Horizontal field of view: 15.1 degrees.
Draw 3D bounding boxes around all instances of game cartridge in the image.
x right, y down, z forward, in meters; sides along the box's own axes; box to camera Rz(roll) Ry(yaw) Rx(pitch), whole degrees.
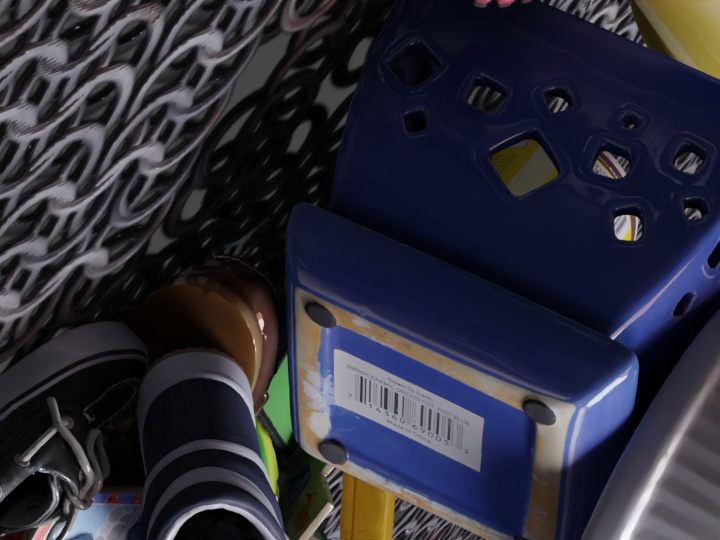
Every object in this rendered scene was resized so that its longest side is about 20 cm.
[{"bbox_3d":[0.004,0.121,1.570,0.176,0.032,0.200,88,7,-69],"label":"game cartridge"}]

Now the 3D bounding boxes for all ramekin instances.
[{"bbox_3d":[0.179,0.112,1.254,0.202,0.094,0.203,-50,159,-27],"label":"ramekin"}]

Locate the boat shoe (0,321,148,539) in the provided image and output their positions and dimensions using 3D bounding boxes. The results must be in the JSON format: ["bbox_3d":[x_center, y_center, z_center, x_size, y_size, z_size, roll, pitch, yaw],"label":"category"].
[{"bbox_3d":[-0.147,0.085,1.188,0.199,0.068,0.074,-29,155,-54],"label":"boat shoe"}]

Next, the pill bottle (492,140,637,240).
[{"bbox_3d":[0.073,0.005,1.478,0.109,0.109,0.200,-60,174,36],"label":"pill bottle"}]

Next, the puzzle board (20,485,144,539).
[{"bbox_3d":[-0.137,0.187,1.332,0.151,0.017,0.200,6,122,-50],"label":"puzzle board"}]

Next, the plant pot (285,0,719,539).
[{"bbox_3d":[0.070,0.010,1.267,0.180,0.200,0.200,-56,162,-30],"label":"plant pot"}]

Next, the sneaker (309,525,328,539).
[{"bbox_3d":[-0.096,0.203,1.606,0.091,0.078,0.200,-27,167,-39],"label":"sneaker"}]

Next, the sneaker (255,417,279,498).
[{"bbox_3d":[-0.111,0.154,1.441,0.084,0.074,0.200,17,105,-53],"label":"sneaker"}]

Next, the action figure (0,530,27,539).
[{"bbox_3d":[-0.188,0.168,1.323,0.065,0.052,0.200,-36,156,-58],"label":"action figure"}]

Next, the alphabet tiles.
[{"bbox_3d":[-0.065,0.140,1.508,0.200,0.006,0.166,-53,-161,14],"label":"alphabet tiles"}]

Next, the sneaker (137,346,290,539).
[{"bbox_3d":[-0.062,0.143,1.241,0.070,0.109,0.200,-11,130,-2],"label":"sneaker"}]

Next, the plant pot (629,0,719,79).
[{"bbox_3d":[0.207,-0.177,1.354,0.201,0.201,0.189,-52,149,11],"label":"plant pot"}]

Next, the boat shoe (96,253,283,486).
[{"bbox_3d":[-0.077,0.046,1.306,0.070,0.070,0.200,-46,173,-35],"label":"boat shoe"}]

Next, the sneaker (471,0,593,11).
[{"bbox_3d":[0.123,-0.172,1.203,0.200,0.081,0.075,-16,150,-17],"label":"sneaker"}]

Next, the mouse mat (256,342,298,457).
[{"bbox_3d":[0.000,0.000,1.429,0.200,0.008,0.161,-62,170,-10],"label":"mouse mat"}]
